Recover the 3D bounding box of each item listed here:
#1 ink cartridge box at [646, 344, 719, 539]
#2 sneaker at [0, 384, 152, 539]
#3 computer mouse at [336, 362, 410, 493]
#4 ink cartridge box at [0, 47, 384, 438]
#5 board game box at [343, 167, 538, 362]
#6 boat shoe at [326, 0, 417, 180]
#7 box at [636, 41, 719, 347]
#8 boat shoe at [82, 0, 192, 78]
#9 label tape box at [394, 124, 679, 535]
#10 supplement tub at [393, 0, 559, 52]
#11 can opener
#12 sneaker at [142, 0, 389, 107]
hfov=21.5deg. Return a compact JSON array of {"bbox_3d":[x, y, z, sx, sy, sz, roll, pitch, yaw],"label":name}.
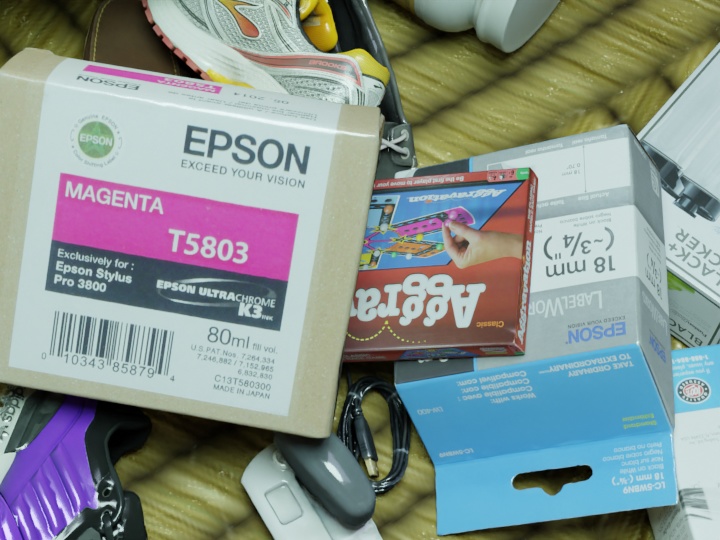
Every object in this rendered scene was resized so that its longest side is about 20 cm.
[{"bbox_3d":[0.224,0.142,1.038,0.115,0.067,0.202,-6,61,-11],"label":"ink cartridge box"},{"bbox_3d":[-0.162,0.143,0.987,0.099,0.070,0.201,17,60,0],"label":"sneaker"},{"bbox_3d":[-0.017,0.034,1.089,0.058,0.034,0.201,-16,64,-17],"label":"computer mouse"},{"bbox_3d":[-0.097,-0.015,0.984,0.198,0.075,0.166,9,104,0],"label":"ink cartridge box"},{"bbox_3d":[0.000,0.000,1.055,0.198,0.019,0.104,-4,68,25],"label":"board game box"},{"bbox_3d":[-0.006,-0.104,1.146,0.066,0.057,0.201,-1,57,-36],"label":"boat shoe"},{"bbox_3d":[0.227,-0.056,1.156,0.116,0.060,0.200,37,63,14],"label":"box"},{"bbox_3d":[-0.129,-0.087,1.123,0.071,0.068,0.202,-3,61,-9],"label":"boat shoe"},{"bbox_3d":[0.095,0.032,1.044,0.143,0.063,0.202,-11,62,22],"label":"label tape box"},{"bbox_3d":[0.043,-0.241,1.189,0.199,0.145,0.145,35,62,12],"label":"supplement tub"},{"bbox_3d":[0.002,0.164,0.997,0.053,0.067,0.201,-25,64,-19],"label":"can opener"},{"bbox_3d":[-0.054,-0.134,1.120,0.200,0.078,0.082,42,96,33],"label":"sneaker"}]
